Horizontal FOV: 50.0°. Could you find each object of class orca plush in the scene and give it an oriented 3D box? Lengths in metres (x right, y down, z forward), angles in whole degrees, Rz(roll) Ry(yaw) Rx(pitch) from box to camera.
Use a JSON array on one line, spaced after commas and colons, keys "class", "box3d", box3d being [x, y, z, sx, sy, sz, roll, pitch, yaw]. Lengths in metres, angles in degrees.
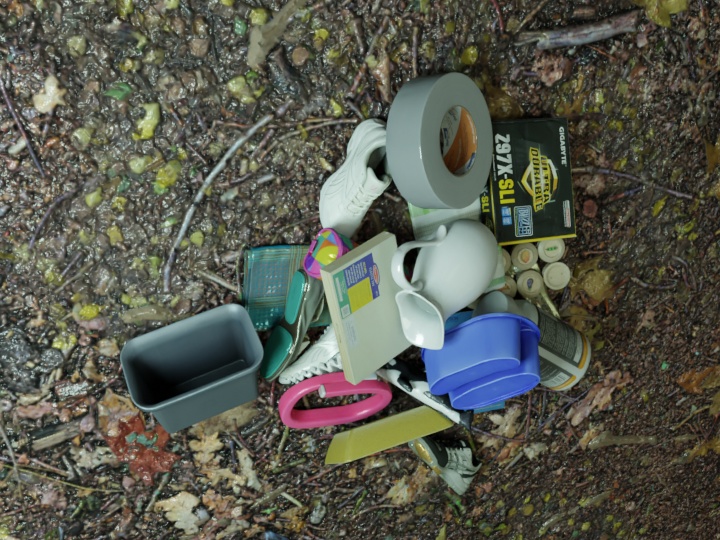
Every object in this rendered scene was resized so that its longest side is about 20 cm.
[{"class": "orca plush", "box3d": [0.120, 0.192, 1.330, 0.105, 0.199, 0.072, 39, 80, -48]}]

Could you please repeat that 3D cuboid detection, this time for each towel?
[{"class": "towel", "box3d": [0.161, -0.052, 1.299, 0.148, 0.031, 0.202, -16, 102, -13]}, {"class": "towel", "box3d": [-0.094, 0.027, 1.253, 0.198, 0.022, 0.148, -3, 113, -22]}]

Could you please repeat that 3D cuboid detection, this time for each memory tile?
[{"class": "memory tile", "box3d": [0.262, -0.021, 1.344, 0.198, 0.017, 0.155, -13, 102, -4]}]

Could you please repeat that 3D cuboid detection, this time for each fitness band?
[{"class": "fitness band", "box3d": [-0.041, 0.222, 1.310, 0.198, 0.038, 0.144, -1, 143, -26]}]

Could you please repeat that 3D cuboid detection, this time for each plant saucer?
[{"class": "plant saucer", "box3d": [0.040, 0.284, 1.349, 0.198, 0.200, 0.049, -14, 79, -17]}]

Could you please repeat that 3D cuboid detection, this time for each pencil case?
[{"class": "pencil case", "box3d": [0.000, 0.000, 1.214, 0.199, 0.088, 0.089, 26, 100, -47]}]

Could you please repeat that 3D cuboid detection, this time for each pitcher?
[{"class": "pitcher", "box3d": [0.125, -0.007, 1.185, 0.200, 0.120, 0.173, -50, 131, -33]}]

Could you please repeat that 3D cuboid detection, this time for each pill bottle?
[{"class": "pill bottle", "box3d": [0.292, 0.120, 1.333, 0.199, 0.116, 0.117, 29, 99, -23]}]

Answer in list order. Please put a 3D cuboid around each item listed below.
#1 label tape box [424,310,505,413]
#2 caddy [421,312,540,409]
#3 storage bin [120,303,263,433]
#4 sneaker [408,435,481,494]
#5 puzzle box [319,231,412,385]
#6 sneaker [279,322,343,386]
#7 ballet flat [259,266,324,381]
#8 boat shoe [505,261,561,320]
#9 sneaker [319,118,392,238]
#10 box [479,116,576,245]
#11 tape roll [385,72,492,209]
[{"class": "label tape box", "box3d": [0.193, 0.160, 1.406, 0.142, 0.066, 0.203, -6, 106, -20]}, {"class": "caddy", "box3d": [0.191, 0.136, 1.223, 0.199, 0.106, 0.141, -26, 137, 30]}, {"class": "storage bin", "box3d": [-0.251, 0.155, 1.187, 0.198, 0.146, 0.135, -20, 146, -14]}, {"class": "sneaker", "box3d": [0.164, 0.348, 1.476, 0.088, 0.076, 0.200, -47, 132, -6]}, {"class": "puzzle box", "box3d": [0.014, 0.057, 1.169, 0.132, 0.025, 0.202, -30, 123, -31]}, {"class": "sneaker", "box3d": [-0.050, 0.136, 1.286, 0.198, 0.082, 0.075, -26, 157, 14]}, {"class": "ballet flat", "box3d": [-0.100, 0.090, 1.230, 0.063, 0.067, 0.202, 9, 109, -39]}, {"class": "boat shoe", "box3d": [0.315, 0.058, 1.416, 0.062, 0.073, 0.201, -28, 109, -2]}, {"class": "sneaker", "box3d": [0.000, -0.130, 1.178, 0.077, 0.099, 0.202, 15, 105, -27]}, {"class": "box", "box3d": [0.275, -0.149, 1.282, 0.158, 0.049, 0.203, -6, 94, -19]}, {"class": "tape roll", "box3d": [0.123, -0.194, 1.169, 0.199, 0.066, 0.203, -8, 100, -49]}]
